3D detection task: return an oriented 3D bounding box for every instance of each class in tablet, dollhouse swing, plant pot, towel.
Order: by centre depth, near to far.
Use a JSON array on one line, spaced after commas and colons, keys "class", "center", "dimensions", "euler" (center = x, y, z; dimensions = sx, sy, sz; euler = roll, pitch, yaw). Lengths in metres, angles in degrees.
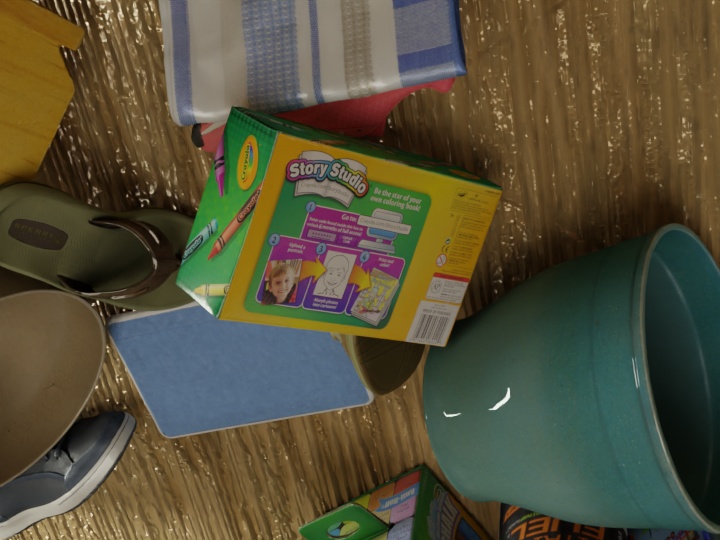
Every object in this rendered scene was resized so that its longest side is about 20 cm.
[{"class": "towel", "center": [-0.037, -0.174, 0.713], "dimensions": [0.197, 0.024, 0.149], "euler": [-7, 86, 18]}, {"class": "dollhouse swing", "center": [-0.329, -0.126, 0.792], "dimensions": [0.181, 0.175, 0.202], "euler": [22, 97, -42]}, {"class": "plant pot", "center": [0.152, 0.085, 0.807], "dimensions": [0.186, 0.201, 0.201], "euler": [-13, 121, 34]}, {"class": "plant pot", "center": [-0.315, 0.059, 0.884], "dimensions": [0.134, 0.199, 0.202], "euler": [40, 129, 27]}, {"class": "tablet", "center": [-0.097, 0.072, 0.940], "dimensions": [0.197, 0.014, 0.131], "euler": [-11, 120, 18]}]

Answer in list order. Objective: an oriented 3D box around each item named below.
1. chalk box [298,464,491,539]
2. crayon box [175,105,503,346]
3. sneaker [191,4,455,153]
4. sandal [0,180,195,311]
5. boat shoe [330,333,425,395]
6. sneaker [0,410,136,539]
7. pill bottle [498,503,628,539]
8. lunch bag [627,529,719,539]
[{"class": "chalk box", "center": [0.032, 0.261, 0.975], "dimensions": [0.124, 0.124, 0.201], "euler": [-29, 113, 26]}, {"class": "crayon box", "center": [-0.009, -0.023, 0.753], "dimensions": [0.198, 0.058, 0.120], "euler": [10, 105, -40]}, {"class": "sneaker", "center": [-0.024, -0.114, 0.771], "dimensions": [0.198, 0.074, 0.087], "euler": [-24, 117, 23]}, {"class": "sandal", "center": [-0.177, -0.008, 0.820], "dimensions": [0.199, 0.057, 0.081], "euler": [11, 105, -45]}, {"class": "boat shoe", "center": [-0.002, 0.001, 0.853], "dimensions": [0.073, 0.063, 0.202], "euler": [-33, 127, -22]}, {"class": "sneaker", "center": [-0.299, 0.143, 0.982], "dimensions": [0.201, 0.077, 0.146], "euler": [-31, 115, 27]}, {"class": "pill bottle", "center": [0.157, 0.244, 0.893], "dimensions": [0.105, 0.201, 0.107], "euler": [4, 124, 6]}, {"class": "lunch bag", "center": [0.257, 0.271, 0.893], "dimensions": [0.093, 0.201, 0.151], "euler": [24, 123, -7]}]
